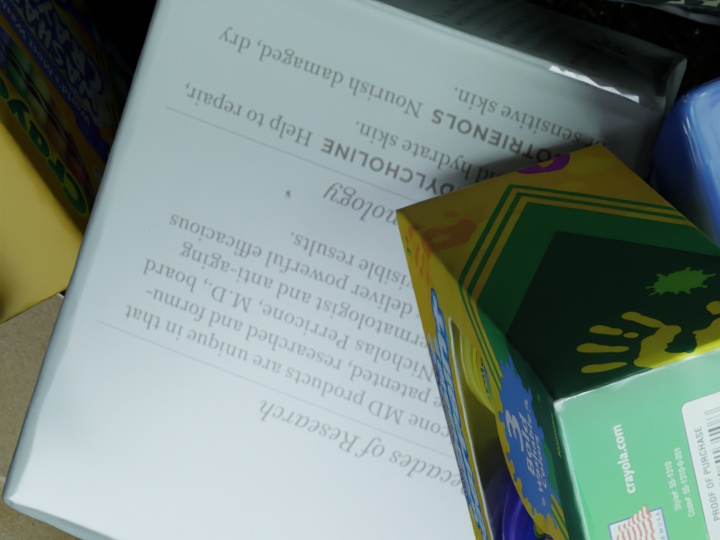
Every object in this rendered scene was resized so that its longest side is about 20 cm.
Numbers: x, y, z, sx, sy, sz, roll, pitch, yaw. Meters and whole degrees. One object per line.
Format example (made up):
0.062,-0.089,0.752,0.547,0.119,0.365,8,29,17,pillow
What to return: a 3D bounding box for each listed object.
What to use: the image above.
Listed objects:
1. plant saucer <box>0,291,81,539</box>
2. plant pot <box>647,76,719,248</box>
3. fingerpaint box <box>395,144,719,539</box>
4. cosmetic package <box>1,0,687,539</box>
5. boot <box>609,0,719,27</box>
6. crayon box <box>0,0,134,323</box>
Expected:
-0.164,0.055,1.319,0.200,0.035,0.201,15,134,16,plant saucer
0.196,0.036,0.896,0.180,0.199,0.201,114,139,-71,plant pot
0.082,0.086,0.832,0.073,0.167,0.201,-17,112,-8,fingerpaint box
0.000,0.000,0.990,0.166,0.167,0.201,20,103,6,cosmetic package
0.116,-0.101,0.952,0.203,0.074,0.154,5,167,12,boot
-0.143,-0.068,1.080,0.051,0.200,0.126,-26,116,15,crayon box
